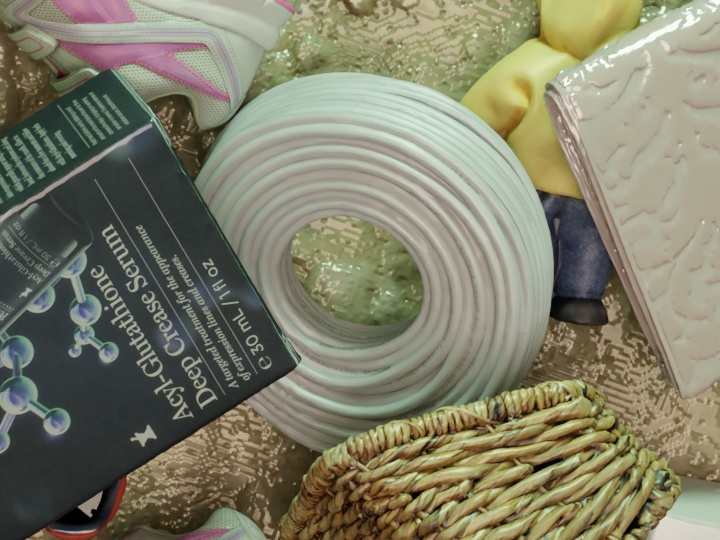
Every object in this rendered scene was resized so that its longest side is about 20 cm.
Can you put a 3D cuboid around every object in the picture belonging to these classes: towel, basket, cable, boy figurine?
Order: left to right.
[{"bbox_3d":[0.000,0.000,1.539,0.199,0.069,0.201,20,119,11],"label":"cable"},{"bbox_3d":[0.063,0.115,1.521,0.149,0.200,0.143,41,72,7],"label":"basket"},{"bbox_3d":[0.103,-0.074,1.571,0.124,0.064,0.201,5,100,-7],"label":"boy figurine"},{"bbox_3d":[0.208,-0.060,1.566,0.200,0.032,0.191,-30,113,-17],"label":"towel"}]

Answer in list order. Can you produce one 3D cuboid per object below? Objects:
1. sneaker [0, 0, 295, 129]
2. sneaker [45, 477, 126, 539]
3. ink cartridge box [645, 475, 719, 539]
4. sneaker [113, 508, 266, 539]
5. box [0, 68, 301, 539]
[{"bbox_3d":[-0.138,-0.122,1.525,0.199,0.081,0.089,14,98,-8],"label":"sneaker"},{"bbox_3d":[-0.149,0.045,1.556,0.075,0.085,0.201,-6,102,-5],"label":"sneaker"},{"bbox_3d":[0.194,0.223,1.631,0.144,0.084,0.201,11,100,-9],"label":"ink cartridge box"},{"bbox_3d":[-0.119,0.186,1.580,0.199,0.088,0.081,-19,133,24],"label":"sneaker"},{"bbox_3d":[-0.157,0.024,1.445,0.200,0.107,0.149,-32,113,-5],"label":"box"}]
